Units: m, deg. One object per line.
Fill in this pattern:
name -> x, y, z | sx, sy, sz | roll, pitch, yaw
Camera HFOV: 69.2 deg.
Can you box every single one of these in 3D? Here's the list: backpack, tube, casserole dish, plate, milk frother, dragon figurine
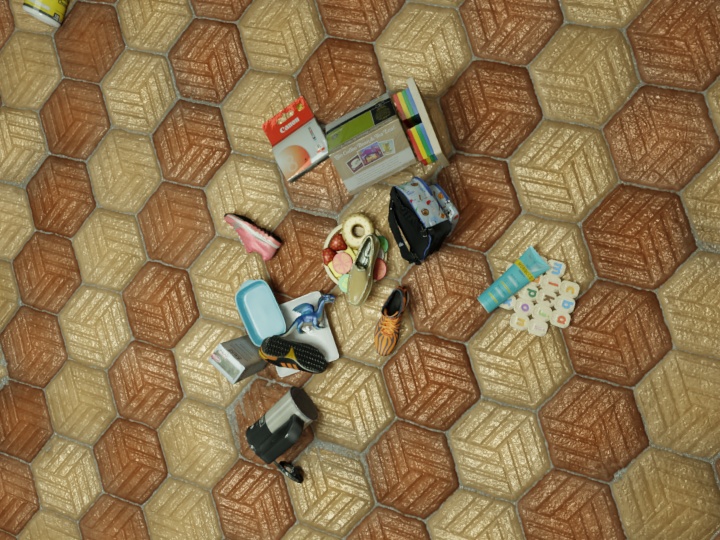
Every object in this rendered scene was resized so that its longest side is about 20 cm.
backpack -> 0.159, -0.147, 1.374 | 0.152, 0.201, 0.192 | -31, 74, -20
tube -> 0.400, 0.029, 1.380 | 0.199, 0.050, 0.078 | -42, 87, 6
casserole dish -> -0.285, 0.122, 1.513 | 0.119, 0.039, 0.203 | -27, 83, 13
plate -> -0.176, 0.186, 1.523 | 0.196, 0.032, 0.204 | -19, 86, 12
milk frother -> -0.191, 0.477, 1.490 | 0.188, 0.181, 0.200 | -42, 125, 10
dragon figurine -> -0.157, 0.125, 1.469 | 0.196, 0.059, 0.102 | -16, 83, 4

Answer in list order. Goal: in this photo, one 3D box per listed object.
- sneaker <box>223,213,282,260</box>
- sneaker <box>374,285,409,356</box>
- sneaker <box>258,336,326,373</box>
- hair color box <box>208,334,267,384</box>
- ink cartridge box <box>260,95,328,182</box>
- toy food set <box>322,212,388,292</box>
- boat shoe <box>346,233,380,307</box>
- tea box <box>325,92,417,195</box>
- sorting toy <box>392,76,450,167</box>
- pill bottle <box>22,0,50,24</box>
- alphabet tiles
sneaker -> -0.331, -0.099, 1.536 | 0.198, 0.074, 0.088 | 31, 98, 10
sneaker -> 0.075, 0.139, 1.426 | 0.076, 0.112, 0.205 | 15, 93, 12
sneaker -> -0.193, 0.246, 1.478 | 0.196, 0.090, 0.071 | 21, 59, -14
hair color box -> -0.333, 0.246, 1.471 | 0.099, 0.200, 0.061 | 40, 98, 9
ink cartridge box -> -0.188, -0.385, 1.516 | 0.160, 0.050, 0.203 | -31, 87, 10
toy food set -> -0.014, -0.043, 1.478 | 0.199, 0.049, 0.200 | -37, 83, 10
boat shoe -> 0.000, 0.000, 1.412 | 0.070, 0.076, 0.205 | 12, 93, 11
tea box -> 0.024, -0.336, 1.378 | 0.197, 0.199, 0.135 | -24, 125, 12
sorting toy -> 0.158, -0.369, 1.363 | 0.068, 0.200, 0.203 | -22, 86, 15
pill bottle -> -0.984, -0.896, 1.659 | 0.110, 0.112, 0.204 | 24, 95, 11
alphabet tiles -> 0.470, 0.066, 1.388 | 0.192, 0.015, 0.205 | 17, 94, 15
